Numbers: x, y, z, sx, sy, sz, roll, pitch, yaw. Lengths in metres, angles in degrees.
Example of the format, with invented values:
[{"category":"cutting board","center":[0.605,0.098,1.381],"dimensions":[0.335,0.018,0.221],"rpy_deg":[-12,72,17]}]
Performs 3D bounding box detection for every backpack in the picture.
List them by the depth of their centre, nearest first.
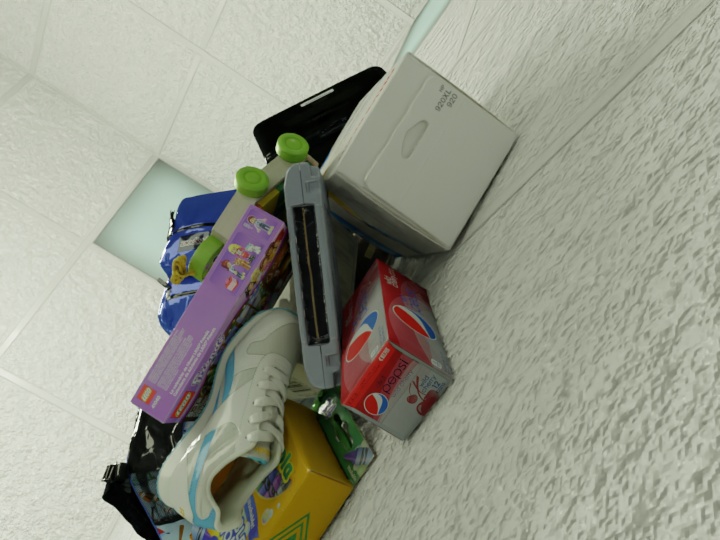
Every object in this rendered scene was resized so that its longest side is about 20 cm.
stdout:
[{"category":"backpack","center":[-0.196,0.235,0.871],"dimensions":[0.200,0.153,0.192],"rpy_deg":[-90,-5,-61]},{"category":"backpack","center":[-0.171,0.011,0.905],"dimensions":[0.161,0.168,0.201],"rpy_deg":[-11,51,21]}]

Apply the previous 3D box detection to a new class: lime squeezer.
[{"category":"lime squeezer","center":[-0.018,0.119,0.748],"dimensions":[0.071,0.038,0.201],"rpy_deg":[-51,13,35]}]

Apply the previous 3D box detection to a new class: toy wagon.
[{"category":"toy wagon","center":[-0.113,-0.043,0.736],"dimensions":[0.200,0.039,0.156],"rpy_deg":[-50,-11,-41]}]

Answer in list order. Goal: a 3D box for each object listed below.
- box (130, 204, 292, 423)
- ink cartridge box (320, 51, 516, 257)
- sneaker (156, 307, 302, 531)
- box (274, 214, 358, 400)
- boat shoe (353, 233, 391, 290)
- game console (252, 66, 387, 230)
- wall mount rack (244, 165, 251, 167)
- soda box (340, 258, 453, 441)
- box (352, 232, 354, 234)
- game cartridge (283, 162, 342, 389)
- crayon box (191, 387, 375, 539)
[{"category":"box","center":[-0.126,0.047,0.688],"dimensions":[0.201,0.039,0.137],"rpy_deg":[-60,-9,-7]},{"category":"ink cartridge box","center":[0.045,-0.114,0.805],"dimensions":[0.148,0.144,0.200],"rpy_deg":[-59,11,-8]},{"category":"sneaker","center":[-0.096,0.129,0.643],"dimensions":[0.080,0.076,0.201],"rpy_deg":[15,73,40]},{"category":"box","center":[-0.063,0.036,0.835],"dimensions":[0.077,0.095,0.201],"rpy_deg":[-13,55,29]},{"category":"boat shoe","center":[0.000,0.000,0.948],"dimensions":[0.201,0.071,0.076],"rpy_deg":[-56,-7,-18]},{"category":"game console","center":[-0.021,-0.157,0.960],"dimensions":[0.199,0.117,0.176],"rpy_deg":[-27,37,-3]},{"category":"wall mount rack","center":[-0.125,-0.062,1.102],"dimensions":[0.074,0.173,0.201],"rpy_deg":[-5,51,57]},{"category":"soda box","center":[0.026,0.060,0.643],"dimensions":[0.070,0.063,0.200],"rpy_deg":[-56,12,14]},{"category":"box","center":[-0.038,0.011,1.102],"dimensions":[0.200,0.049,0.160],"rpy_deg":[-46,18,48]},{"category":"game cartridge","center":[-0.040,0.009,0.699],"dimensions":[0.133,0.040,0.202],"rpy_deg":[41,-138,-82]},{"category":"crayon box","center":[-0.078,0.206,0.663],"dimensions":[0.201,0.051,0.126],"rpy_deg":[-57,27,7]}]
